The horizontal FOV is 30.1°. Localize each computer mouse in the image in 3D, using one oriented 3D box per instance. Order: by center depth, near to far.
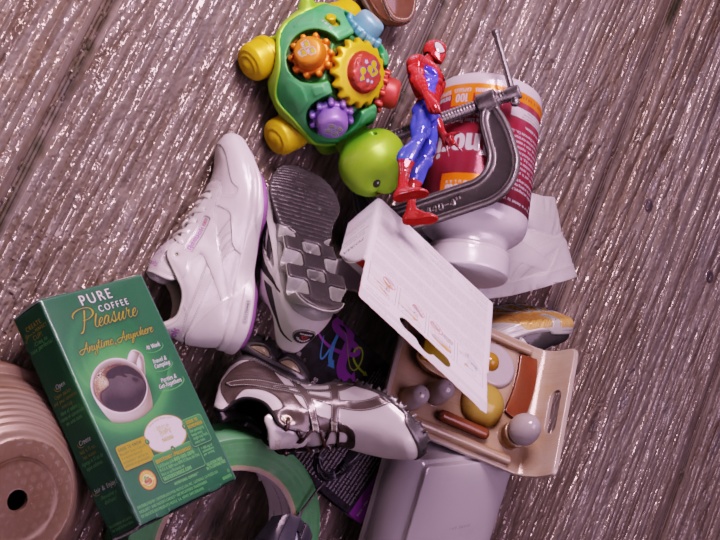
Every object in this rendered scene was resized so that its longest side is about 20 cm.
[{"bbox_3d":[-0.046,0.224,1.231,0.059,0.034,0.200,42,76,-33],"label":"computer mouse"}]

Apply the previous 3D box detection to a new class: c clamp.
[{"bbox_3d":[0.075,-0.124,1.323,0.027,0.199,0.172,42,27,-64],"label":"c clamp"}]

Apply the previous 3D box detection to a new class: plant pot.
[{"bbox_3d":[-0.294,0.176,1.072,0.200,0.092,0.202,-6,98,-40],"label":"plant pot"}]

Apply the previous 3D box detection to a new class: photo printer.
[{"bbox_3d":[0.068,0.272,1.376,0.166,0.069,0.201,4,106,-49],"label":"photo printer"}]

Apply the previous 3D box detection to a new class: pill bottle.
[{"bbox_3d":[0.120,-0.090,1.368,0.113,0.113,0.201,22,68,-39],"label":"pill bottle"}]

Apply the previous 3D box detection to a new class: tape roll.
[{"bbox_3d":[-0.133,0.242,1.225,0.200,0.048,0.202,-9,107,-32],"label":"tape roll"}]

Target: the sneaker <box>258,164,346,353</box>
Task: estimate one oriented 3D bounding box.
[{"bbox_3d":[-0.064,-0.012,1.227,0.074,0.089,0.201,17,41,-19],"label":"sneaker"}]

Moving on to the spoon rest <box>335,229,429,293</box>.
[{"bbox_3d":[0.000,0.000,1.328,0.199,0.060,0.100,-6,98,-39],"label":"spoon rest"}]

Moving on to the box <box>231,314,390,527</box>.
[{"bbox_3d":[-0.021,0.145,1.330,0.200,0.036,0.143,45,74,-35],"label":"box"}]

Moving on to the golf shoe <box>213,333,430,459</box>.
[{"bbox_3d":[-0.038,0.138,1.198,0.095,0.199,0.078,-55,158,-39],"label":"golf shoe"}]

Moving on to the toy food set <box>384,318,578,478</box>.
[{"bbox_3d":[0.120,0.108,1.341,0.199,0.060,0.144,25,62,-18],"label":"toy food set"}]

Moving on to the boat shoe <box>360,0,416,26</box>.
[{"bbox_3d":[0.032,-0.342,1.316,0.076,0.072,0.201,-15,103,-38],"label":"boat shoe"}]

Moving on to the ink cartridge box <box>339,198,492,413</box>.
[{"bbox_3d":[0.049,0.037,1.222,0.162,0.057,0.200,42,28,-15],"label":"ink cartridge box"}]

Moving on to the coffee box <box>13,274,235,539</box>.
[{"bbox_3d":[-0.194,0.108,1.116,0.123,0.044,0.201,-19,81,-53],"label":"coffee box"}]

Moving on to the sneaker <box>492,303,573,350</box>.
[{"bbox_3d":[0.146,0.091,1.460,0.199,0.076,0.088,-9,106,-30],"label":"sneaker"}]

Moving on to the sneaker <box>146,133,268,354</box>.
[{"bbox_3d":[-0.137,-0.029,1.199,0.099,0.075,0.201,8,77,-18],"label":"sneaker"}]

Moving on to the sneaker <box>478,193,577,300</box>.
[{"bbox_3d":[0.143,-0.027,1.451,0.199,0.074,0.116,-14,92,-38],"label":"sneaker"}]

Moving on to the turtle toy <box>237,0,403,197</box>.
[{"bbox_3d":[-0.017,-0.164,1.271,0.146,0.101,0.201,-33,114,-34],"label":"turtle toy"}]

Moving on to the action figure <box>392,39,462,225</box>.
[{"bbox_3d":[0.063,-0.140,1.271,0.065,0.051,0.201,56,31,-52],"label":"action figure"}]
